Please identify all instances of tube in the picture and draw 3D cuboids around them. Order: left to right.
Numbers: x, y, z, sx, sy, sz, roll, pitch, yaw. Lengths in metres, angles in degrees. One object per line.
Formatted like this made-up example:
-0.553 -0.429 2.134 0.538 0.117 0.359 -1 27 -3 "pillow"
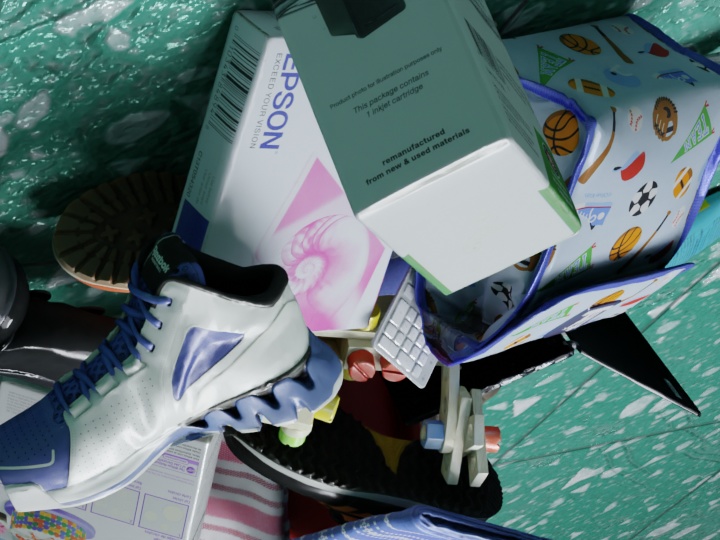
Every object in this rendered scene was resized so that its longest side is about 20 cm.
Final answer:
0.236 -0.014 1.566 0.199 0.050 0.078 -28 163 -18 "tube"

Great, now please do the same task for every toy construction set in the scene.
0.004 0.066 1.246 0.199 0.131 0.092 16 127 -21 "toy construction set"

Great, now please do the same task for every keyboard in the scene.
0.065 -0.025 1.225 0.011 0.201 0.056 11 157 40 "keyboard"

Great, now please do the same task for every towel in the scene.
-0.122 0.137 1.348 0.146 0.030 0.201 8 123 11 "towel"
0.025 0.199 1.308 0.144 0.024 0.200 20 151 -35 "towel"

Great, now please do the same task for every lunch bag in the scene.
0.130 -0.039 1.194 0.170 0.124 0.201 -14 132 -44 "lunch bag"

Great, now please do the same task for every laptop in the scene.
0.114 0.061 1.405 0.199 0.177 0.104 -23 121 -3 "laptop"

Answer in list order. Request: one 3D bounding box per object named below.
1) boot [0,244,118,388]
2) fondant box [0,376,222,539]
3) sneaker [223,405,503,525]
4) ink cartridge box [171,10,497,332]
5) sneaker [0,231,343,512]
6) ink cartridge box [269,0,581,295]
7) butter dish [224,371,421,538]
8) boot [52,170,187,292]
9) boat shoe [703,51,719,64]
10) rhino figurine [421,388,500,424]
-0.168 0.041 1.135 0.200 0.066 0.165 22 165 -34 "boot"
-0.179 0.155 1.321 0.144 0.058 0.201 17 124 3 "fondant box"
-0.009 0.147 1.301 0.199 0.070 0.090 18 134 -16 "sneaker"
-0.011 -0.054 1.132 0.199 0.043 0.197 -4 123 -38 "ink cartridge box"
-0.117 0.043 1.060 0.199 0.081 0.116 -21 119 -9 "sneaker"
0.021 -0.107 0.948 0.083 0.201 0.147 -26 157 12 "ink cartridge box"
-0.066 0.123 1.429 0.148 0.201 0.199 28 125 -34 "butter dish"
-0.105 -0.011 1.200 0.199 0.075 0.107 -8 161 -31 "boot"
0.182 -0.102 1.304 0.199 0.072 0.069 -18 158 8 "boat shoe"
0.084 0.084 1.566 0.200 0.060 0.088 -43 159 -17 "rhino figurine"
